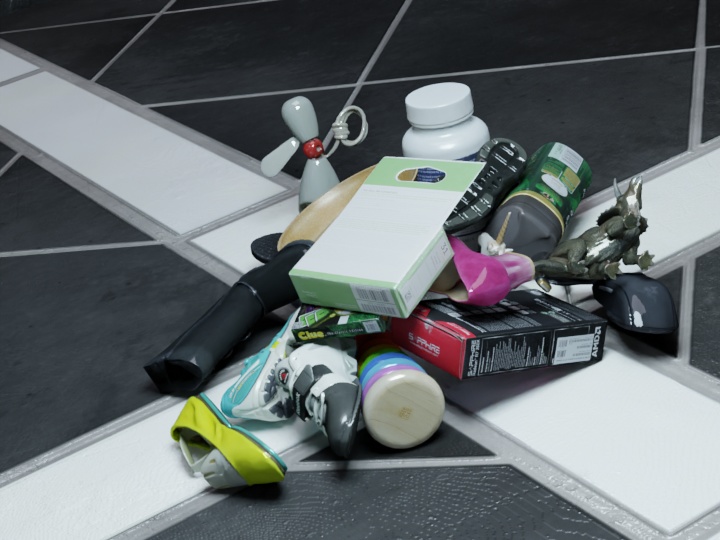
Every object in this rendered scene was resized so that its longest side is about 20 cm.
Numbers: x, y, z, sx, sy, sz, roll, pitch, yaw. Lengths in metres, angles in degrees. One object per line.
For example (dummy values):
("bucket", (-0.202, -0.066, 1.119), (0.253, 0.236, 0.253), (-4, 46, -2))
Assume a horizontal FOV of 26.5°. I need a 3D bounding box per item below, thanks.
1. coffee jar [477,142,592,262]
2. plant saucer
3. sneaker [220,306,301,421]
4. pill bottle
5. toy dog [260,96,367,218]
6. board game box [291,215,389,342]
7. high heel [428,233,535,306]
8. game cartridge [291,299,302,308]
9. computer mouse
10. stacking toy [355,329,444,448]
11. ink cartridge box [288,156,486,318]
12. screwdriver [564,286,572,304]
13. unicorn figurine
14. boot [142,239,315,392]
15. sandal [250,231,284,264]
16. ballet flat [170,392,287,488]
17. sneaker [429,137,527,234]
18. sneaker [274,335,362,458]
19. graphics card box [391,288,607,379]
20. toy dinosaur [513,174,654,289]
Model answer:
("coffee jar", (0.215, -0.072, 1.877), (0.085, 0.104, 0.200), (39, 36, -1))
("plant saucer", (-0.008, -0.065, 1.859), (0.200, 0.035, 0.200), (-29, 20, 11))
("sneaker", (-0.093, 0.100, 1.702), (0.080, 0.078, 0.200), (-12, 21, 29))
("pill bottle", (0.114, -0.129, 1.925), (0.111, 0.200, 0.111), (-10, 26, 5))
("toy dog", (-0.067, -0.128, 2.050), (0.132, 0.200, 0.096), (2, -2, -32))
("board game box", (0.000, 0.000, 1.655), (0.105, 0.023, 0.200), (-7, 37, 23))
("high heel", (0.084, 0.007, 1.621), (0.096, 0.068, 0.200), (-19, 21, -39))
("game cartridge", (0.006, 0.003, 1.804), (0.133, 0.042, 0.200), (-51, 26, -17))
("computer mouse", (0.266, 0.017, 1.668), (0.140, 0.046, 0.200), (6, 15, -3))
("stacking toy", (0.026, 0.111, 1.624), (0.085, 0.086, 0.200), (-15, 21, -7))
("ink cartridge box", (0.036, -0.039, 1.622), (0.145, 0.048, 0.200), (7, 45, 39))
("screwdriver", (0.242, 0.019, 1.763), (0.029, 0.028, 0.200), (-37, 19, 13))
("unicorn figurine", (0.095, 0.006, 1.807), (0.200, 0.074, 0.137), (-43, 28, -4))
("boot", (-0.140, 0.054, 1.755), (0.165, 0.066, 0.200), (-32, 7, 47))
("sandal", (-0.044, -0.007, 1.939), (0.200, 0.045, 0.075), (8, 34, 7))
("ballet flat", (-0.141, 0.187, 1.567), (0.067, 0.067, 0.200), (-43, 31, -12))
("sneaker", (0.129, -0.081, 1.812), (0.075, 0.079, 0.200), (40, 48, 16))
("sneaker", (-0.046, 0.127, 1.575), (0.088, 0.074, 0.200), (9, 22, -9))
("graphics card box", (0.148, 0.065, 1.624), (0.200, 0.051, 0.125), (-6, 19, -34))
("toy dinosaur", (0.251, -0.019, 1.644), (0.200, 0.077, 0.102), (-38, 10, -9))
